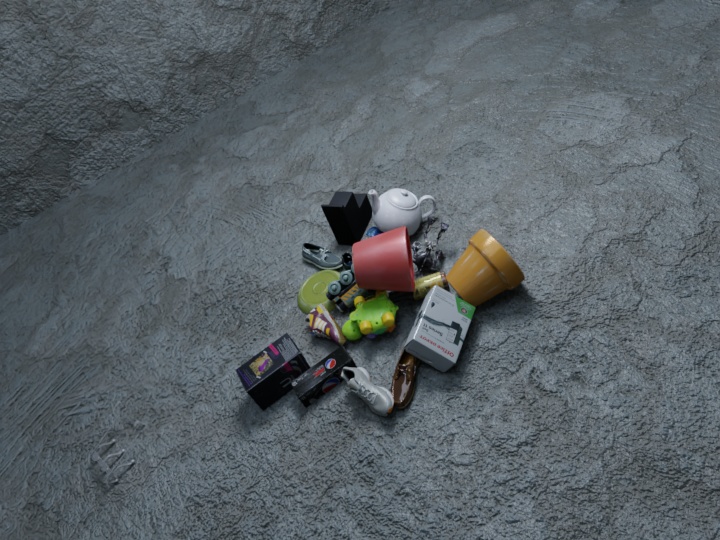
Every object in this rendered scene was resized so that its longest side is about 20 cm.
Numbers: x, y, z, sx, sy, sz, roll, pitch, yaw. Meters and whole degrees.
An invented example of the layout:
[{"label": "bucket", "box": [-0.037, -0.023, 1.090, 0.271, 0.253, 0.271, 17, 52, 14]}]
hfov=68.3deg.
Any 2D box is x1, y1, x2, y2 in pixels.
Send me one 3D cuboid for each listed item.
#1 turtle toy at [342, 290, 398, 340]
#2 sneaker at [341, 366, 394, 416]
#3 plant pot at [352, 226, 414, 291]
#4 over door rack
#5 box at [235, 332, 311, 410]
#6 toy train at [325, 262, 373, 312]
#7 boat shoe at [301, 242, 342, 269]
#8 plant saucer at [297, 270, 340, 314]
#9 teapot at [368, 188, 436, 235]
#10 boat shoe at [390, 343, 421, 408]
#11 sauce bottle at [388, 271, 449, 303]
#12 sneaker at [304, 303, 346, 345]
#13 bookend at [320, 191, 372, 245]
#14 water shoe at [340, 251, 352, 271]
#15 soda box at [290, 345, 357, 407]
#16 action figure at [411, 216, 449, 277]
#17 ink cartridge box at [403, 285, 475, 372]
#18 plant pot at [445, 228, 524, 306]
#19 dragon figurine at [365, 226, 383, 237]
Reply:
[{"label": "turtle toy", "box": [0.031, 0.156, 1.684, 0.197, 0.102, 0.147, -20, 42, 6]}, {"label": "sneaker", "box": [0.011, 0.344, 1.513, 0.199, 0.091, 0.077, 34, 98, 46]}, {"label": "plant pot", "box": [0.072, -0.026, 1.663, 0.174, 0.202, 0.203, -7, 46, 10]}, {"label": "over door rack", "box": [-0.765, 0.547, 1.693, 0.146, 0.066, 0.203, 20, 81, 37]}, {"label": "box", "box": [-0.266, 0.315, 1.655, 0.198, 0.123, 0.106, -35, 45, -9]}, {"label": "toy train", "box": [-0.022, 0.050, 1.789, 0.199, 0.085, 0.114, -40, 86, 8]}, {"label": "boat shoe", "box": [-0.145, -0.057, 1.980, 0.198, 0.063, 0.073, 18, 41, 37]}, {"label": "plant saucer", "box": [-0.140, 0.069, 1.893, 0.196, 0.031, 0.202, -13, 45, 13]}, {"label": "teapot", "box": [0.144, -0.227, 1.915, 0.196, 0.148, 0.199, 35, 43, 18]}, {"label": "boat shoe", "box": [0.125, 0.297, 1.535, 0.071, 0.068, 0.202, 2, 50, 25]}, {"label": "sauce bottle", "box": [0.189, 0.062, 1.730, 0.197, 0.066, 0.067, -20, 44, 9]}, {"label": "sneaker", "box": [-0.117, 0.196, 1.743, 0.090, 0.075, 0.200, -38, 38, -1]}, {"label": "bookend", "box": [-0.043, -0.236, 2.010, 0.090, 0.202, 0.201, 5, 52, 27]}, {"label": "water shoe", "box": [0.000, 0.000, 1.858, 0.198, 0.080, 0.072, 27, 64, 39]}, {"label": "soda box", "box": [-0.110, 0.322, 1.621, 0.198, 0.064, 0.071, -35, 45, -9]}, {"label": "action figure", "box": [0.233, -0.073, 1.807, 0.117, 0.102, 0.203, 22, 99, 7]}, {"label": "ink cartridge box", "box": [0.233, 0.169, 1.551, 0.145, 0.083, 0.202, 28, 59, -1]}, {"label": "plant pot", "box": [0.365, 0.010, 1.620, 0.183, 0.200, 0.201, -41, 44, 5]}, {"label": "dragon figurine", "box": [0.058, -0.121, 1.957, 0.198, 0.059, 0.099, -35, 43, -15]}]
